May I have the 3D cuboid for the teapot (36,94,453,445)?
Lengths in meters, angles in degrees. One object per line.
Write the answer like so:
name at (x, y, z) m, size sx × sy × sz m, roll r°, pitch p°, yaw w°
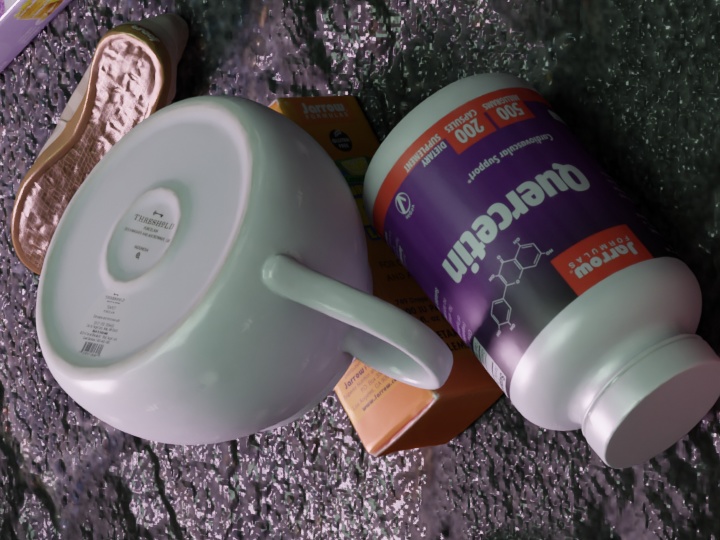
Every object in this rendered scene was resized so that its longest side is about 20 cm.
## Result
teapot at (-0.061, 0.014, 1.481) m, size 0.197 × 0.146 × 0.200 m, roll -38°, pitch 39°, yaw 24°

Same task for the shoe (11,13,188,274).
shoe at (-0.154, -0.075, 1.720) m, size 0.070 × 0.053 × 0.200 m, roll 32°, pitch 126°, yaw 1°

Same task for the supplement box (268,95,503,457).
supplement box at (0.000, 0.000, 1.562) m, size 0.069 × 0.066 × 0.200 m, roll -46°, pitch 64°, yaw 37°

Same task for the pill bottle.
pill bottle at (0.096, 0.001, 1.436) m, size 0.200 × 0.112 × 0.113 m, roll 51°, pitch 126°, yaw 27°

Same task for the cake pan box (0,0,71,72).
cake pan box at (-0.273, -0.216, 1.815) m, size 0.184 × 0.052 × 0.201 m, roll -36°, pitch 70°, yaw 38°
